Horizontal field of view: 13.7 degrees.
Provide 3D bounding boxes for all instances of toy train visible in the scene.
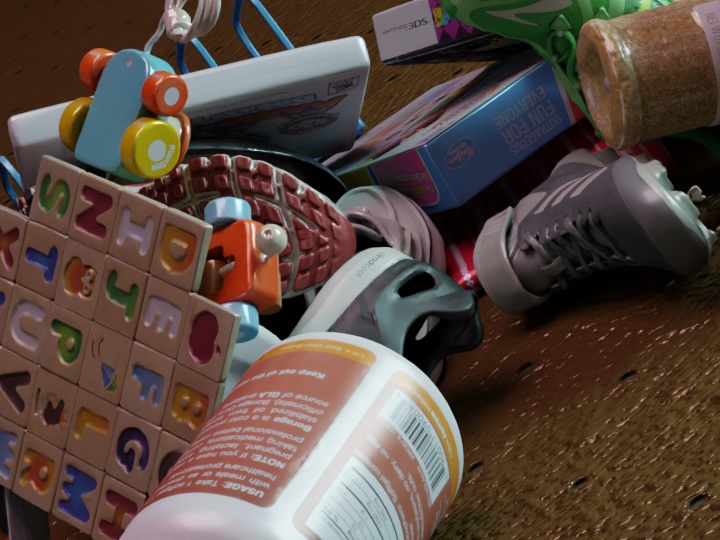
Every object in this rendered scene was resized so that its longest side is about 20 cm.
[{"bbox_3d":[-0.084,-0.038,1.481,0.150,0.056,0.200,-29,55,35],"label":"toy train"}]

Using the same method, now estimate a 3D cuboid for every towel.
[{"bbox_3d":[0.077,-0.029,1.676,0.200,0.023,0.145,-31,17,5],"label":"towel"}]

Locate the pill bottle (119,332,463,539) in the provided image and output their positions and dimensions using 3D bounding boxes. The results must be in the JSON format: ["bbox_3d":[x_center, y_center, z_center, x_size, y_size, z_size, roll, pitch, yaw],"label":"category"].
[{"bbox_3d":[-0.040,0.122,1.294,0.112,0.112,0.200,-20,20,36],"label":"pill bottle"}]

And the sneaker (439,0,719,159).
[{"bbox_3d":[0.133,-0.112,1.535,0.074,0.200,0.084,135,150,-55],"label":"sneaker"}]

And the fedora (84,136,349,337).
[{"bbox_3d":[-0.092,0.005,1.702,0.200,0.200,0.092,-22,61,32],"label":"fedora"}]

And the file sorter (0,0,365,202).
[{"bbox_3d":[-0.116,-0.069,1.889,0.200,0.123,0.139,-36,-3,-8],"label":"file sorter"}]

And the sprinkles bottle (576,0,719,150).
[{"bbox_3d":[0.211,-0.115,1.491,0.200,0.068,0.068,-15,14,-10],"label":"sprinkles bottle"}]

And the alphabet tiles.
[{"bbox_3d":[-0.133,0.040,1.459,0.006,0.167,0.200,5,13,-44],"label":"alphabet tiles"}]

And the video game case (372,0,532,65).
[{"bbox_3d":[0.136,-0.159,1.755,0.181,0.036,0.200,-16,-5,37],"label":"video game case"}]

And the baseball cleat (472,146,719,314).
[{"bbox_3d":[0.115,-0.011,1.500,0.106,0.070,0.200,-39,7,-2],"label":"baseball cleat"}]

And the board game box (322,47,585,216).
[{"bbox_3d":[0.050,-0.075,1.758,0.153,0.040,0.200,-35,9,-28],"label":"board game box"}]

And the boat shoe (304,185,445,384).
[{"bbox_3d":[0.000,0.000,1.595,0.072,0.066,0.200,-24,29,15],"label":"boat shoe"}]

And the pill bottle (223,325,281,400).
[{"bbox_3d":[-0.115,0.074,1.569,0.111,0.111,0.200,-39,17,-21],"label":"pill bottle"}]

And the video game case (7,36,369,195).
[{"bbox_3d":[-0.097,-0.077,1.702,0.200,0.024,0.182,-14,-11,-6],"label":"video game case"}]

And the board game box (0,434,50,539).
[{"bbox_3d":[-0.245,0.158,1.567,0.200,0.127,0.035,-22,-25,31],"label":"board game box"}]

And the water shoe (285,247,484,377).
[{"bbox_3d":[-0.012,0.077,1.437,0.079,0.072,0.200,22,69,26],"label":"water shoe"}]

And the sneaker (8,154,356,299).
[{"bbox_3d":[-0.089,-0.019,1.581,0.200,0.078,0.082,2,-5,30],"label":"sneaker"}]
